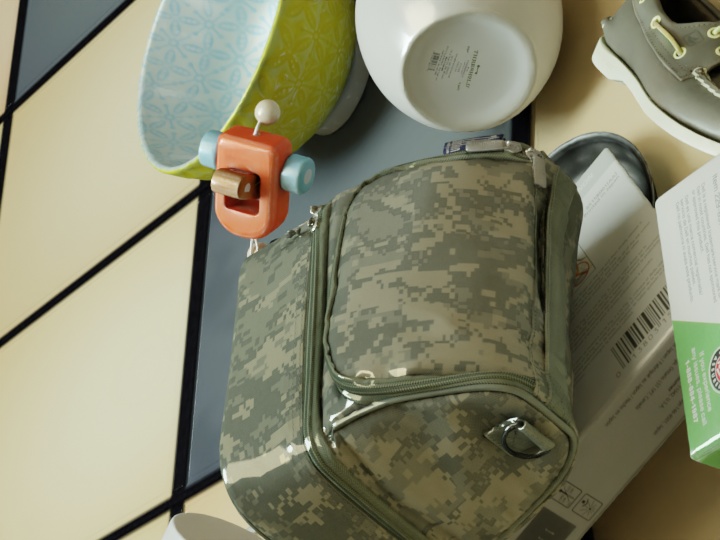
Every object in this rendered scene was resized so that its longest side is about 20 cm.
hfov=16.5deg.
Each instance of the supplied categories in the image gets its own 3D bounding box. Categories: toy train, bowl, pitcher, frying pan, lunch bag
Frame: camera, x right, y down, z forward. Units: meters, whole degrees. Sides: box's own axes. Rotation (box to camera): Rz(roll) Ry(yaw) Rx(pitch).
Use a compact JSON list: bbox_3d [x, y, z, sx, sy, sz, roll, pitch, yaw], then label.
[{"bbox_3d":[-0.017,-0.004,1.435,0.200,0.056,0.150,21,119,21],"label":"toy train"},{"bbox_3d":[-0.057,-0.145,1.674,0.200,0.108,0.200,-39,41,45],"label":"bowl"},{"bbox_3d":[0.051,-0.148,1.496,0.200,0.121,0.172,-96,15,-56],"label":"pitcher"},{"bbox_3d":[0.109,0.016,1.346,0.115,0.031,0.190,14,85,53],"label":"frying pan"},{"bbox_3d":[0.034,0.042,1.221,0.168,0.139,0.200,-30,33,27],"label":"lunch bag"}]

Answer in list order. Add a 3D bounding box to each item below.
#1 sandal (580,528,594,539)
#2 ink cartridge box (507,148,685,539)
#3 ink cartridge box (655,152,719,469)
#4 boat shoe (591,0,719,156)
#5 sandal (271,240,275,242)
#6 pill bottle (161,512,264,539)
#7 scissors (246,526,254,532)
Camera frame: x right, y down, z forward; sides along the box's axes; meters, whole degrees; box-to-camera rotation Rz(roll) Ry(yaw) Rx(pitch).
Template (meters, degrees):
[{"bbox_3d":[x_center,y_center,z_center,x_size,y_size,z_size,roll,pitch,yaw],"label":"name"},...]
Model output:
[{"bbox_3d":[0.087,0.139,1.307,0.075,0.048,0.201,-41,40,42],"label":"sandal"},{"bbox_3d":[0.104,0.053,1.282,0.200,0.044,0.174,-51,24,12],"label":"ink cartridge box"},{"bbox_3d":[0.232,-0.010,1.093,0.200,0.087,0.146,-41,41,43],"label":"ink cartridge box"},{"bbox_3d":[0.178,-0.102,1.266,0.060,0.072,0.202,-68,24,16],"label":"boat shoe"},{"bbox_3d":[-0.025,0.078,1.355,0.048,0.075,0.201,-21,63,12],"label":"sandal"},{"bbox_3d":[-0.120,0.256,1.540,0.200,0.111,0.111,-66,28,12],"label":"pill bottle"},{"bbox_3d":[-0.022,0.151,1.531,0.200,0.014,0.073,-39,43,43],"label":"scissors"}]
